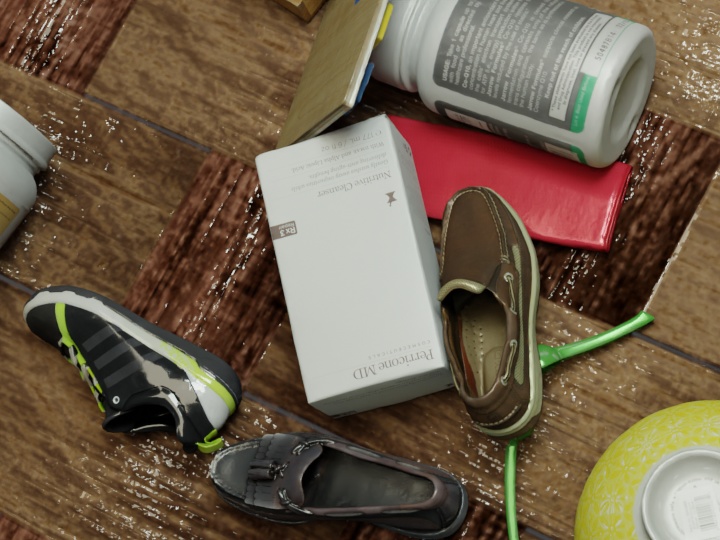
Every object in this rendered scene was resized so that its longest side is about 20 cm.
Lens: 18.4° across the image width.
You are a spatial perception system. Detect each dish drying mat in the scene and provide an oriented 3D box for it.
[{"bbox_3d":[0.104,-0.066,1.707,0.200,0.018,0.077,12,76,19],"label":"dish drying mat"}]

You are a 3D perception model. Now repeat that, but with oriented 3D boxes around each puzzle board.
[{"bbox_3d":[-0.011,-0.170,1.691,0.017,0.200,0.151,22,75,-13],"label":"puzzle board"}]

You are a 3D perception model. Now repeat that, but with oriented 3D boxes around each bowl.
[{"bbox_3d":[0.239,0.175,1.537,0.200,0.108,0.201,-5,71,14],"label":"bowl"}]

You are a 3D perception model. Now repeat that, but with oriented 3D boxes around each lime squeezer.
[{"bbox_3d":[0.135,0.102,1.637,0.071,0.038,0.200,33,80,-9],"label":"lime squeezer"}]

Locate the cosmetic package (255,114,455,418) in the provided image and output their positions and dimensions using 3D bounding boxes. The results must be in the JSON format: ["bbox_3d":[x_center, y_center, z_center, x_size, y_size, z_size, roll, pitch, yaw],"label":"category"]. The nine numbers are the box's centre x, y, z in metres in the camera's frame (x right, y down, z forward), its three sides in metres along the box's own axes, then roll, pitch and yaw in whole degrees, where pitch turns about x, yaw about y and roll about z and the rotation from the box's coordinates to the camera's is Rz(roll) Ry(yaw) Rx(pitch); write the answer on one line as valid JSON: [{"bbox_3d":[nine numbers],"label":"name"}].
[{"bbox_3d":[0.000,0.000,1.668,0.113,0.081,0.200,-18,72,10],"label":"cosmetic package"}]

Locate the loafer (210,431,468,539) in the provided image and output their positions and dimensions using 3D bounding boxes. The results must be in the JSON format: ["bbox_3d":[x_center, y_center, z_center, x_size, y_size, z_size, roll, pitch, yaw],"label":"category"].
[{"bbox_3d":[-0.021,0.152,1.638,0.199,0.063,0.072,7,73,17],"label":"loafer"}]

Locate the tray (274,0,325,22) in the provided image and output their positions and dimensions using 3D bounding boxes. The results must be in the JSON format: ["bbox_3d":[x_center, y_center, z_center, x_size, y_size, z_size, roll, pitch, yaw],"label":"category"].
[{"bbox_3d":[-0.092,-0.296,1.831,0.200,0.037,0.099,34,83,24],"label":"tray"}]

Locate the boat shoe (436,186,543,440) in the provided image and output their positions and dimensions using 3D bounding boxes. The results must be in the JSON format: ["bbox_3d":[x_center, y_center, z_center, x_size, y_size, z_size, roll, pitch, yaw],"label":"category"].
[{"bbox_3d":[0.090,0.019,1.618,0.075,0.075,0.203,-23,58,21],"label":"boat shoe"}]

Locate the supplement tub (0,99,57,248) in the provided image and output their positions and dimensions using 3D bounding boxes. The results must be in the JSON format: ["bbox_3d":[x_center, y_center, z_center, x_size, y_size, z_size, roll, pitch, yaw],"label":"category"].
[{"bbox_3d":[-0.348,-0.053,1.754,0.145,0.145,0.200,34,82,23],"label":"supplement tub"}]

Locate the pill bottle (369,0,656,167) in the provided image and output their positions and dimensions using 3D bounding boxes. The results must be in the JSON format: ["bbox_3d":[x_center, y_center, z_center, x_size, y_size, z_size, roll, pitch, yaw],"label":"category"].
[{"bbox_3d":[0.113,-0.160,1.685,0.200,0.113,0.113,21,78,20],"label":"pill bottle"}]

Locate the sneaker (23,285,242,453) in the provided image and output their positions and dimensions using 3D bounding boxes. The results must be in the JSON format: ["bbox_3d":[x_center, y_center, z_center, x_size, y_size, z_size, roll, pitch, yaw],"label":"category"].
[{"bbox_3d":[-0.185,0.079,1.696,0.200,0.072,0.083,22,65,21],"label":"sneaker"}]
